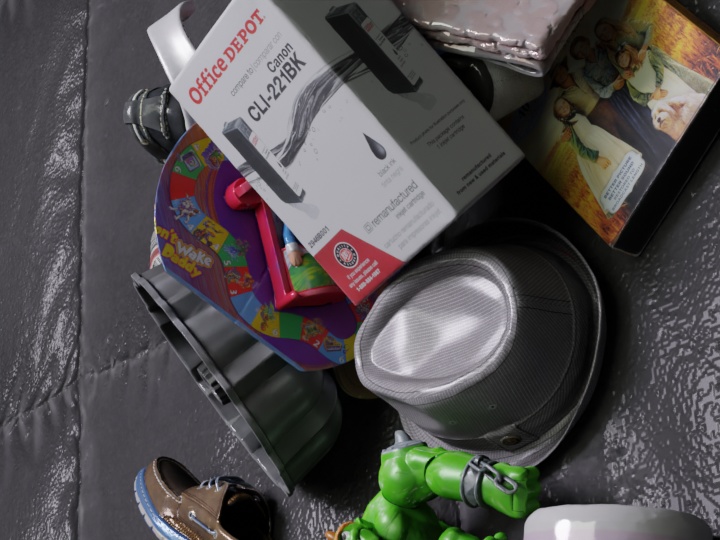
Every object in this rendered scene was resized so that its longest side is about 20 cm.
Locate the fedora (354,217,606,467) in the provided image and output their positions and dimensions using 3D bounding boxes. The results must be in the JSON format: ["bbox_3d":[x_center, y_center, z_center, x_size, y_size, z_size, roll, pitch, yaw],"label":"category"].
[{"bbox_3d":[0.065,0.048,1.119,0.199,0.090,0.179,-16,69,42],"label":"fedora"}]

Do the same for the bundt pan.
[{"bbox_3d":[-0.083,0.065,1.253,0.076,0.203,0.202,-37,39,-11],"label":"bundt pan"}]

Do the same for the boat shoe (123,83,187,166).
[{"bbox_3d":[-0.141,-0.112,1.385,0.067,0.200,0.073,-8,81,7],"label":"boat shoe"}]

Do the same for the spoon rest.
[{"bbox_3d":[-0.097,-0.108,1.247,0.099,0.061,0.201,-35,85,13],"label":"spoon rest"}]

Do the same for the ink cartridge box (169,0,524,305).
[{"bbox_3d":[-0.013,-0.099,1.106,0.200,0.084,0.144,49,142,1],"label":"ink cartridge box"}]

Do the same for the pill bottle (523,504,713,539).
[{"bbox_3d":[0.143,0.239,0.949,0.112,0.112,0.202,-14,67,48],"label":"pill bottle"}]

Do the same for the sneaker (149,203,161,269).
[{"bbox_3d":[-0.118,-0.002,1.407,0.200,0.077,0.083,24,103,60],"label":"sneaker"}]

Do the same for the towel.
[{"bbox_3d":[0.084,-0.219,1.138,0.199,0.032,0.192,18,58,31],"label":"towel"}]

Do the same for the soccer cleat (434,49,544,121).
[{"bbox_3d":[0.042,-0.122,1.181,0.199,0.086,0.071,2,102,47],"label":"soccer cleat"}]

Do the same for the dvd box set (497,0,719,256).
[{"bbox_3d":[0.161,-0.125,1.124,0.147,0.029,0.200,-59,40,20],"label":"dvd box set"}]

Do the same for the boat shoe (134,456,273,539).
[{"bbox_3d":[-0.105,0.201,1.318,0.200,0.072,0.073,43,106,39],"label":"boat shoe"}]

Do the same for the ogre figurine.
[{"bbox_3d":[0.044,0.197,1.109,0.120,0.098,0.201,33,136,39],"label":"ogre figurine"}]

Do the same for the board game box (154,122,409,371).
[{"bbox_3d":[-0.045,-0.030,1.174,0.039,0.199,0.159,-33,23,57],"label":"board game box"}]

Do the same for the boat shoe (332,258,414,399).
[{"bbox_3d":[0.000,0.000,1.263,0.072,0.071,0.202,140,128,-68],"label":"boat shoe"}]
